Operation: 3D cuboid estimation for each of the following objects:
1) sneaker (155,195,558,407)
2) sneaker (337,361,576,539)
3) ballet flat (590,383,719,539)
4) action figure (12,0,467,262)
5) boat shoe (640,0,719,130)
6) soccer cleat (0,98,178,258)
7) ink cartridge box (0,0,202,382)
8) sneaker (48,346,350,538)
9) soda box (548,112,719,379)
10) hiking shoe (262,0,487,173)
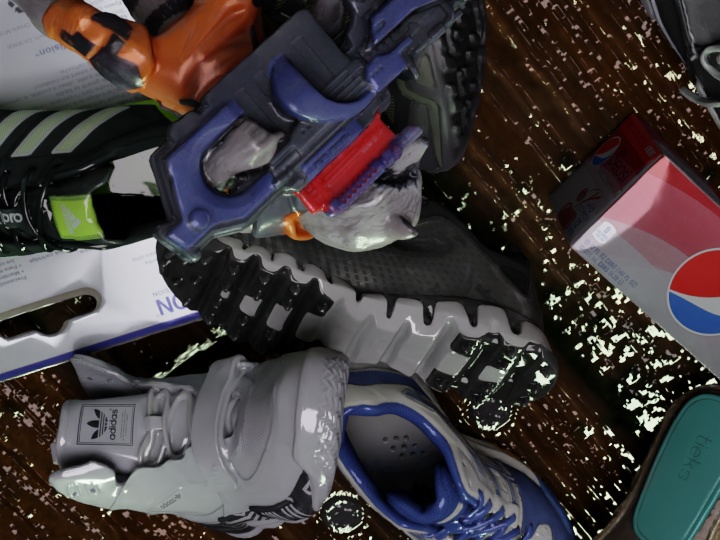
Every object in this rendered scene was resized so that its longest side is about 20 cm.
[{"bbox_3d":[0.000,0.000,0.777,0.200,0.091,0.066,16,141,-14],"label":"sneaker"},{"bbox_3d":[0.040,0.117,0.829,0.075,0.088,0.200,-43,111,13],"label":"sneaker"},{"bbox_3d":[0.154,0.152,0.849,0.071,0.065,0.200,36,98,25],"label":"ballet flat"},{"bbox_3d":[-0.031,-0.094,0.657,0.200,0.105,0.194,-36,88,-18],"label":"action figure"},{"bbox_3d":[0.185,-0.093,0.754,0.074,0.068,0.199,-23,113,6],"label":"boat shoe"},{"bbox_3d":[-0.138,-0.036,0.708,0.200,0.081,0.068,-11,114,1],"label":"soccer cleat"},{"bbox_3d":[-0.174,-0.048,0.768,0.199,0.041,0.200,-17,114,3],"label":"ink cartridge box"},{"bbox_3d":[-0.080,0.077,0.758,0.115,0.200,0.075,12,68,-15],"label":"sneaker"},{"bbox_3d":[0.187,0.015,0.801,0.200,0.070,0.063,39,105,-18],"label":"soda box"},{"bbox_3d":[-0.007,-0.132,0.734,0.101,0.076,0.200,-5,123,24],"label":"hiking shoe"}]
